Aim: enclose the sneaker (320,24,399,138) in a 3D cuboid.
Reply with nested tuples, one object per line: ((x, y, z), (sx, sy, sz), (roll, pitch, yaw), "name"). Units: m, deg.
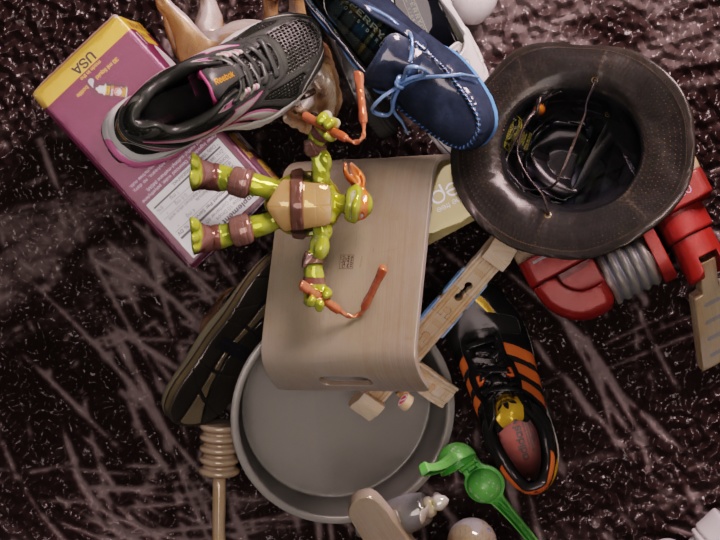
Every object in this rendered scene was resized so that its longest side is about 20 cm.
((0.018, -0.225, 1.685), (0.104, 0.060, 0.201), (-25, 91, 7), "sneaker")

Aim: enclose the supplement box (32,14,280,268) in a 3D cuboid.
((-0.169, -0.111, 1.666), (0.103, 0.131, 0.200), (-42, 93, 3), "supplement box")

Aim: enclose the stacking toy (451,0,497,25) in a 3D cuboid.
((0.083, -0.307, 1.658), (0.145, 0.146, 0.202), (-4, 111, 3), "stacking toy")

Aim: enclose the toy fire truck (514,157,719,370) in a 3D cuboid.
((0.239, 0.003, 1.677), (0.175, 0.129, 0.201), (-28, 83, 4), "toy fire truck")

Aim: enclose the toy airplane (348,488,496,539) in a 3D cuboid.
((0.070, 0.277, 1.693), (0.198, 0.201, 0.142), (24, 54, 8), "toy airplane")

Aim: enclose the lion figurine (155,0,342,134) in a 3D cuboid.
((-0.101, -0.193, 1.684), (0.199, 0.072, 0.123), (17, 120, 31), "lion figurine")

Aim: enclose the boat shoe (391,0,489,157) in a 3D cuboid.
((0.067, -0.169, 1.624), (0.073, 0.065, 0.201), (-32, 88, 1), "boat shoe")

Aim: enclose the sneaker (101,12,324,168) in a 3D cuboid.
((-0.110, -0.146, 1.564), (0.199, 0.086, 0.081), (-34, 92, -17), "sneaker")

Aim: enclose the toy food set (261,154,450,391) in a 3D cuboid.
((0.000, 0.000, 1.630), (0.142, 0.060, 0.202), (-1, 75, 26), "toy food set")

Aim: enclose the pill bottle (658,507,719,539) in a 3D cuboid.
((0.265, 0.305, 1.693), (0.111, 0.111, 0.200), (44, 95, -2), "pill bottle")

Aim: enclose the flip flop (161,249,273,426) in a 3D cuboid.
((-0.107, 0.049, 1.712), (0.081, 0.058, 0.200), (34, 98, -40), "flip flop")

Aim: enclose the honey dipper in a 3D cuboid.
((-0.128, 0.235, 1.741), (0.038, 0.038, 0.202), (2, 97, 2), "honey dipper")

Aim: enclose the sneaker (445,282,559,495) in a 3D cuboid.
((0.126, 0.100, 1.692), (0.069, 0.090, 0.201), (-20, 94, 4), "sneaker")

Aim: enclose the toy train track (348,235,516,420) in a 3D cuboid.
((0.061, 0.053, 1.645), (0.114, 0.033, 0.200), (35, 106, -16), "toy train track")

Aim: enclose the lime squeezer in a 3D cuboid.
((0.106, 0.189, 1.702), (0.038, 0.071, 0.200), (-47, 131, 4), "lime squeezer")

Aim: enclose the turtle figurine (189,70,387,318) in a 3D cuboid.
((-0.058, -0.063, 1.576), (0.160, 0.064, 0.202), (1, 103, -1), "turtle figurine")

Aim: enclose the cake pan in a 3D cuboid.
((-0.017, 0.121, 1.704), (0.198, 0.037, 0.202), (-3, 104, -11), "cake pan")

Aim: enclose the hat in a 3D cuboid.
((0.178, -0.088, 1.587), (0.199, 0.081, 0.202), (-6, 71, 17), "hat")

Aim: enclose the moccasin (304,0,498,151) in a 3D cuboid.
((0.023, -0.164, 1.574), (0.200, 0.068, 0.081), (42, 119, 20), "moccasin")

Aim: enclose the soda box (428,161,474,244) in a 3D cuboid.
((0.098, -0.079, 1.689), (0.199, 0.068, 0.064), (-29, 92, 4), "soda box")
